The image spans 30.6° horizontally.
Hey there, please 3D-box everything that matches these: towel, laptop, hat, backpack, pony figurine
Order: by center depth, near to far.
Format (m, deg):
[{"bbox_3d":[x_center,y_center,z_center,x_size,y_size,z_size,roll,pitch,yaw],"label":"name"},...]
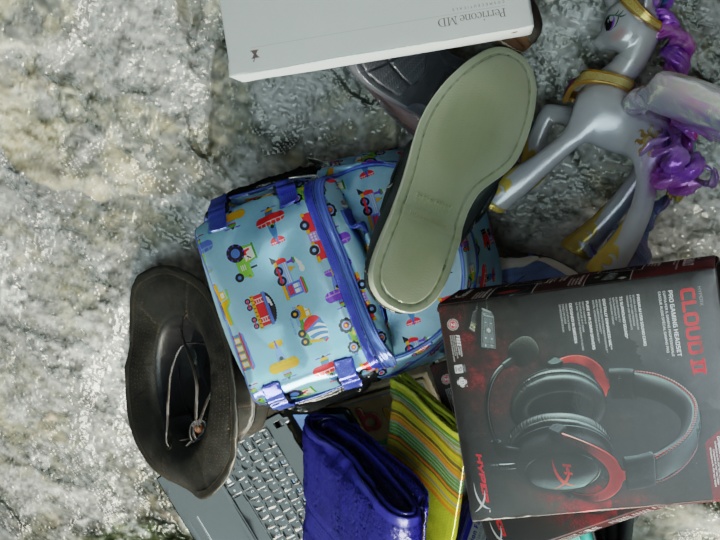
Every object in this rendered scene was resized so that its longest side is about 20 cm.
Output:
[{"bbox_3d":[0.199,-0.094,0.909,0.193,0.166,0.201,35,102,21],"label":"pony figurine"},{"bbox_3d":[0.000,0.000,0.984,0.199,0.135,0.183,-16,89,10],"label":"backpack"},{"bbox_3d":[0.042,0.180,0.985,0.018,0.086,0.201,-14,124,-31],"label":"towel"},{"bbox_3d":[0.004,0.222,1.008,0.049,0.148,0.201,-12,121,-27],"label":"towel"},{"bbox_3d":[-0.121,0.085,1.076,0.081,0.201,0.201,-7,125,-34],"label":"hat"},{"bbox_3d":[-0.050,0.216,1.091,0.199,0.103,0.178,-28,99,9],"label":"laptop"}]

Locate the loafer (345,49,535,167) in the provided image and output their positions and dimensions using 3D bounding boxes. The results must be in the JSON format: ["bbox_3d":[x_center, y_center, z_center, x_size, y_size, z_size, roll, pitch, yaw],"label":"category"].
[{"bbox_3d":[0.056,-0.125,0.960,0.200,0.063,0.072,36,88,-33],"label":"loafer"}]

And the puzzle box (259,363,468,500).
[{"bbox_3d":[-0.007,0.160,1.143,0.199,0.025,0.133,-18,111,19],"label":"puzzle box"}]

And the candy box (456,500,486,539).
[{"bbox_3d":[0.134,0.307,1.141,0.199,0.077,0.169,30,135,-4],"label":"candy box"}]

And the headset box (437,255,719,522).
[{"bbox_3d":[0.163,0.075,0.859,0.199,0.075,0.149,-7,95,17],"label":"headset box"}]

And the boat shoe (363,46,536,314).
[{"bbox_3d":[0.057,-0.061,0.908,0.074,0.066,0.200,24,79,-12],"label":"boat shoe"}]

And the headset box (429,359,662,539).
[{"bbox_3d":[0.171,0.106,0.949,0.199,0.077,0.149,-22,74,14],"label":"headset box"}]

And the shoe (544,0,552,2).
[{"bbox_3d":[0.195,-0.258,0.867,0.199,0.071,0.091,-23,98,11],"label":"shoe"}]

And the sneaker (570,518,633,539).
[{"bbox_3d":[0.154,0.167,1.038,0.120,0.083,0.201,-27,70,29],"label":"sneaker"}]

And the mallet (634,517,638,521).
[{"bbox_3d":[0.147,0.204,1.114,0.199,0.066,0.041,-21,113,20],"label":"mallet"}]

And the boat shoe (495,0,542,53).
[{"bbox_3d":[0.037,-0.211,0.925,0.200,0.076,0.072,36,122,2],"label":"boat shoe"}]

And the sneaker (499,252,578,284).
[{"bbox_3d":[0.169,0.068,1.035,0.076,0.077,0.200,-38,102,26],"label":"sneaker"}]

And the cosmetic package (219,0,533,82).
[{"bbox_3d":[0.003,-0.213,0.855,0.199,0.052,0.152,-8,91,6],"label":"cosmetic package"}]
